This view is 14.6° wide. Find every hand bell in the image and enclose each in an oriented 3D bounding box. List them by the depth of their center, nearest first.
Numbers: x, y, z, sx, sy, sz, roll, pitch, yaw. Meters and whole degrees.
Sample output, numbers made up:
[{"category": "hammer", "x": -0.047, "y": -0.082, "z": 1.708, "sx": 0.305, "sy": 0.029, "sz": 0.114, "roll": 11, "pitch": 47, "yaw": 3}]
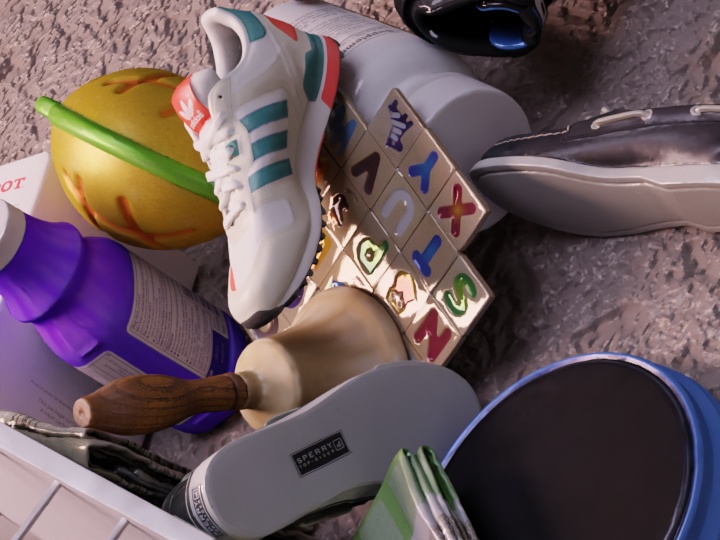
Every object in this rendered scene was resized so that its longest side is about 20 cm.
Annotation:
[{"category": "hand bell", "x": -0.078, "y": 0.070, "z": 1.571, "sx": 0.104, "sy": 0.200, "sz": 0.105, "roll": 8, "pitch": 101, "yaw": 45}]

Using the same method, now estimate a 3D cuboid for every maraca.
[{"category": "maraca", "x": -0.134, "y": -0.072, "z": 1.735, "sx": 0.107, "sy": 0.137, "sz": 0.200, "roll": -62, "pitch": 22, "yaw": 1}]

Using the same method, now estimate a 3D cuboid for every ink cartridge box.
[{"category": "ink cartridge box", "x": -0.224, "y": 0.054, "z": 1.799, "sx": 0.147, "sy": 0.145, "sz": 0.201, "roll": -13, "pitch": 51, "yaw": 41}]

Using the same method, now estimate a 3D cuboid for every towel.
[{"category": "towel", "x": 0.026, "y": 0.207, "z": 1.459, "sx": 0.149, "sy": 0.031, "sz": 0.200, "roll": -58, "pitch": 37, "yaw": 28}, {"category": "towel", "x": -0.137, "y": 0.114, "z": 1.623, "sx": 0.200, "sy": 0.192, "sz": 0.035, "roll": 11, "pitch": 76, "yaw": 50}]

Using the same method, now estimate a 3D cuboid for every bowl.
[{"category": "bowl", "x": 0.110, "y": 0.132, "z": 1.478, "sx": 0.200, "sy": 0.039, "sz": 0.201, "roll": -27, "pitch": 44, "yaw": 29}]

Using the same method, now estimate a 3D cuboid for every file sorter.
[{"category": "file sorter", "x": -0.173, "y": 0.180, "z": 1.523, "sx": 0.200, "sy": 0.139, "sz": 0.125, "roll": 26, "pitch": 67, "yaw": 26}]

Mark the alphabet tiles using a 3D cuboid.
[{"category": "alphabet tiles", "x": 0.000, "y": 0.000, "z": 1.630, "sx": 0.167, "sy": 0.006, "sz": 0.200, "roll": 54, "pitch": 130, "yaw": 27}]

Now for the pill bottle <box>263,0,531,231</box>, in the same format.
[{"category": "pill bottle", "x": 0.011, "y": -0.090, "z": 1.701, "sx": 0.115, "sy": 0.114, "sz": 0.200, "roll": -55, "pitch": 37, "yaw": -6}]

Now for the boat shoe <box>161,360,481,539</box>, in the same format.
[{"category": "boat shoe", "x": -0.022, "y": 0.101, "z": 1.546, "sx": 0.064, "sy": 0.200, "sz": 0.071, "roll": -27, "pitch": 82, "yaw": 53}]

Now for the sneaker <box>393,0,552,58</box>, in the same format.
[{"category": "sneaker", "x": 0.116, "y": -0.177, "z": 1.663, "sx": 0.199, "sy": 0.073, "sz": 0.112, "roll": -16, "pitch": 41, "yaw": 1}]

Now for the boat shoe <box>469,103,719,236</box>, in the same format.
[{"category": "boat shoe", "x": 0.151, "y": -0.062, "z": 1.568, "sx": 0.200, "sy": 0.074, "sz": 0.061, "roll": 0, "pitch": 60, "yaw": 42}]

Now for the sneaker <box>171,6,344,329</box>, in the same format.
[{"category": "sneaker", "x": -0.070, "y": -0.062, "z": 1.594, "sx": 0.070, "sy": 0.093, "sz": 0.200, "roll": -36, "pitch": 38, "yaw": 50}]

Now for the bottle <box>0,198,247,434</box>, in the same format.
[{"category": "bottle", "x": -0.155, "y": 0.024, "z": 1.706, "sx": 0.065, "sy": 0.200, "sz": 0.084, "roll": -35, "pitch": 40, "yaw": 27}]
